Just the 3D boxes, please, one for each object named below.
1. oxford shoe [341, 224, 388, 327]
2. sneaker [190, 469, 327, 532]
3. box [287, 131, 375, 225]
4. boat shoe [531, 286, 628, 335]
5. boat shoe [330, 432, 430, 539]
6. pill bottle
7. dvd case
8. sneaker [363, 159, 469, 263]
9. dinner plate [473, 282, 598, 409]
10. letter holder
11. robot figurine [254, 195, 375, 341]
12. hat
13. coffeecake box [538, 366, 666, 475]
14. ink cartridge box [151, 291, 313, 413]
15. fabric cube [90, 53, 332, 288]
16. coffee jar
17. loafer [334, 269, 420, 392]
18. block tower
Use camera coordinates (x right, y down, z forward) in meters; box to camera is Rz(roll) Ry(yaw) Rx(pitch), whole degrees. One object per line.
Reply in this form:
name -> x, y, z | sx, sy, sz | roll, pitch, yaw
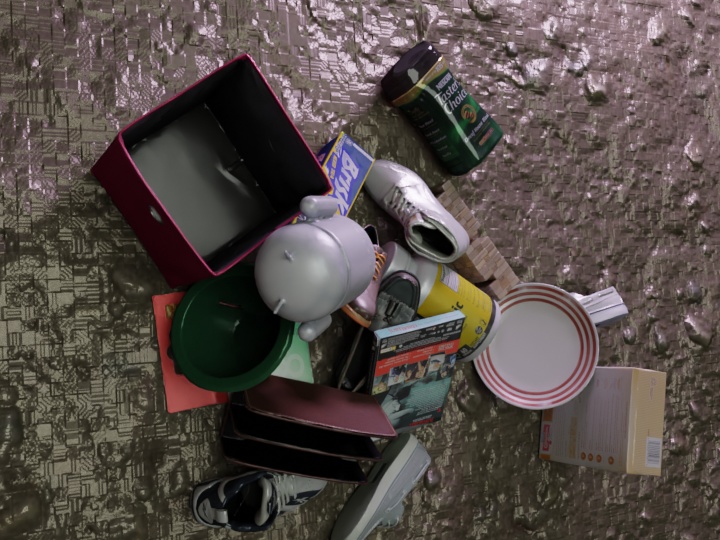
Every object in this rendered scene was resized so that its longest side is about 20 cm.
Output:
oxford shoe -> 0.000, 0.000, 1.113 | 0.071, 0.201, 0.073 | 36, 113, -26
sneaker -> -0.113, 0.293, 1.058 | 0.197, 0.129, 0.080 | -1, 87, -27
box -> -0.055, -0.096, 1.149 | 0.070, 0.064, 0.201 | 37, 59, -20
boat shoe -> 0.358, 0.071, 1.368 | 0.198, 0.074, 0.066 | -9, 68, -28
boat shoe -> 0.036, 0.331, 1.165 | 0.072, 0.070, 0.201 | 45, 65, -13
pill bottle -> 0.103, 0.043, 1.208 | 0.199, 0.111, 0.112 | 33, 71, -20
dvd case -> 0.070, 0.156, 1.163 | 0.145, 0.022, 0.202 | -12, 127, -27
sneaker -> 0.075, -0.089, 1.179 | 0.200, 0.116, 0.074 | 40, 105, 5
dinner plate -> 0.276, 0.120, 1.288 | 0.198, 0.024, 0.202 | -3, 76, 10
letter holder -> -0.068, 0.213, 1.037 | 0.198, 0.142, 0.102 | 14, 98, -17
robot figurine -> -0.052, -0.005, 0.961 | 0.200, 0.112, 0.172 | -28, 119, -67
hat -> -0.124, 0.092, 1.082 | 0.176, 0.198, 0.167 | 44, 42, -64
coffeecake box -> 0.377, 0.232, 1.279 | 0.072, 0.200, 0.155 | 11, 80, -26
ink cartridge box -> -0.169, 0.097, 1.098 | 0.198, 0.050, 0.163 | -8, 88, -30
fabric cube -> -0.194, -0.116, 1.022 | 0.200, 0.199, 0.197 | -39, 103, -25
coffee jar -> 0.126, -0.253, 1.265 | 0.200, 0.085, 0.104 | 47, 67, -15
loafer -> 0.025, 0.095, 1.132 | 0.071, 0.063, 0.201 | 28, 108, -3
block tower -> 0.166, -0.043, 1.281 | 0.058, 0.054, 0.201 | -42, 103, -25
